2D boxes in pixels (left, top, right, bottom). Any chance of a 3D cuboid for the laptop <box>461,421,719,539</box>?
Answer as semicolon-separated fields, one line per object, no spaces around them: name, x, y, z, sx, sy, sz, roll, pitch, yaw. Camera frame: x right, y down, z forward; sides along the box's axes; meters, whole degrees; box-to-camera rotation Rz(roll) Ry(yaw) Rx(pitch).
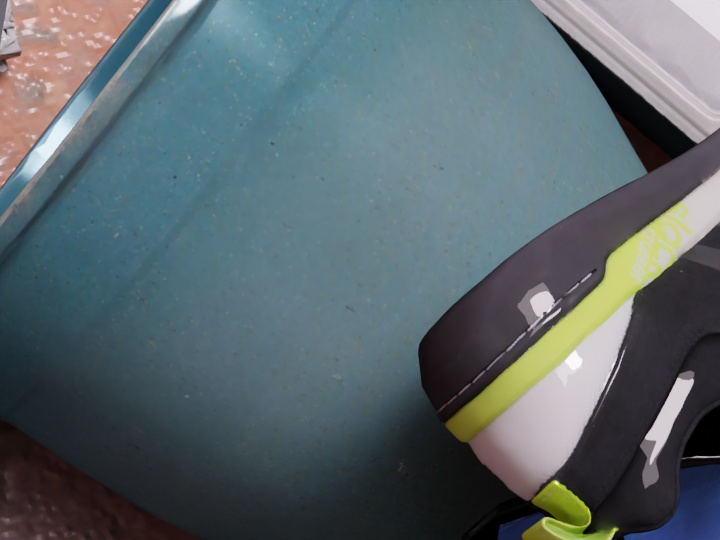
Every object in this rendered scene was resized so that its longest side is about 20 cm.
laptop;0.127;0.127;0.661;0.199;0.178;0.103;21;45;14

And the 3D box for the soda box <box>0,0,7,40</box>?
soda box;-0.143;-0.085;0.706;0.068;0.200;0.063;38;58;9

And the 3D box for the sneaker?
sneaker;0.096;0.013;0.620;0.199;0.072;0.083;-30;79;-37

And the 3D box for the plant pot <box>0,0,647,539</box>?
plant pot;0.000;0.000;0.714;0.188;0.200;0.201;38;57;-9

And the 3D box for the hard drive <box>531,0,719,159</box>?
hard drive;0.142;-0.082;0.726;0.200;0.038;0.140;43;84;16

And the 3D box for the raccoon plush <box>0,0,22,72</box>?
raccoon plush;-0.203;-0.143;0.793;0.133;0.097;0.201;-20;68;-16
